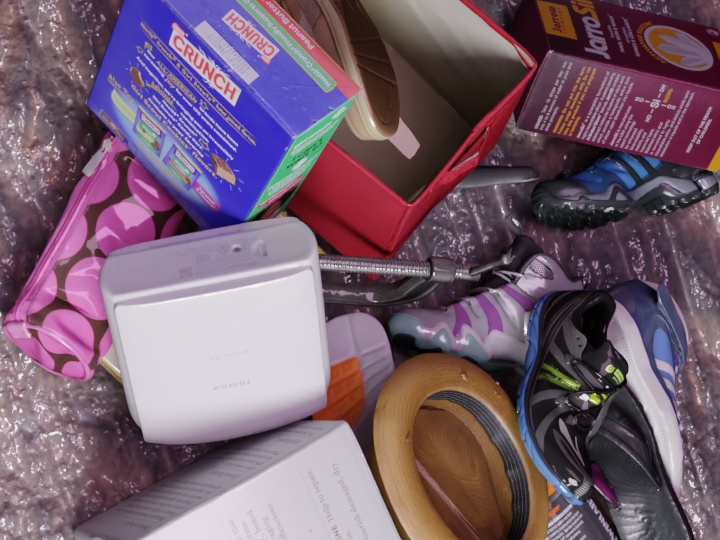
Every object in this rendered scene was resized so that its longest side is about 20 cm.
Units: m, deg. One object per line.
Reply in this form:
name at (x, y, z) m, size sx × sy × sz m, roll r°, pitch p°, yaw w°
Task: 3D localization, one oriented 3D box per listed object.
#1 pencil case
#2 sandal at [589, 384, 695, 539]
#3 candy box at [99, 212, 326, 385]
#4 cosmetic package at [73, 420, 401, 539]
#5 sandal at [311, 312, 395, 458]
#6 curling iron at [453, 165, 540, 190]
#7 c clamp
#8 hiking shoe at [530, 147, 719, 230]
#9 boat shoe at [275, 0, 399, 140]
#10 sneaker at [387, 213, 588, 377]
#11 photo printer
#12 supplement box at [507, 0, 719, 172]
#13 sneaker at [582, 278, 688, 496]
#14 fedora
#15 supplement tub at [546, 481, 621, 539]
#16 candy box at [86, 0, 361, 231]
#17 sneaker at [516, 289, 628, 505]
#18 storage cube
pencil case at (-0.210, -0.016, 1.540) m, size 0.094 × 0.090 × 0.201 m, roll 46°, pitch 63°, yaw -51°
sandal at (0.219, 0.165, 1.634) m, size 0.201 × 0.075 × 0.048 m, roll 61°, pitch 24°, yaw 12°
candy box at (-0.124, 0.028, 1.606) m, size 0.102 × 0.026 × 0.200 m, roll 46°, pitch 70°, yaw -17°
cosmetic package at (-0.089, 0.235, 1.527) m, size 0.199 × 0.167 × 0.167 m, roll -27°, pitch 98°, yaw -22°
sandal at (0.000, 0.142, 1.633) m, size 0.079 × 0.059 × 0.208 m, roll -10°, pitch 81°, yaw 4°
curling iron at (0.072, -0.091, 1.702) m, size 0.199 × 0.026 × 0.050 m, roll 4°, pitch 85°, yaw -24°
c clamp at (0.000, 0.000, 1.558) m, size 0.199 × 0.171 × 0.027 m, roll 2°, pitch 76°, yaw -15°
hiking shoe at (0.231, -0.090, 1.756) m, size 0.199 × 0.074 × 0.087 m, roll -9°, pitch 79°, yaw -32°
boat shoe at (-0.030, -0.179, 1.458) m, size 0.071 × 0.064 × 0.201 m, roll 14°, pitch 51°, yaw -62°
sneaker at (0.115, 0.016, 1.691) m, size 0.199 × 0.078 × 0.141 m, roll 13°, pitch 79°, yaw -32°
photo printer at (-0.107, 0.057, 1.499) m, size 0.165 × 0.201 × 0.070 m, roll -10°, pitch 49°, yaw -6°
supplement box at (0.233, -0.170, 1.709) m, size 0.199 × 0.086 × 0.111 m, roll 11°, pitch 38°, yaw -16°
sneaker at (0.263, 0.106, 1.718) m, size 0.146 × 0.080 × 0.201 m, roll -16°, pitch 89°, yaw -55°
fedora at (0.066, 0.170, 1.565) m, size 0.200 × 0.082 × 0.202 m, roll 20°, pitch 59°, yaw -36°
supplement tub at (0.157, 0.219, 1.670) m, size 0.107 × 0.107 × 0.201 m, roll -38°, pitch 101°, yaw -22°
candy box at (-0.108, -0.130, 1.444) m, size 0.169 × 0.200 × 0.077 m, roll 47°, pitch 61°, yaw 5°
sneaker at (0.179, 0.097, 1.597) m, size 0.071 × 0.082 × 0.201 m, roll 43°, pitch 42°, yaw -41°
storage cube at (0.011, -0.133, 1.572) m, size 0.200 × 0.180 × 0.171 m, roll 40°, pitch 70°, yaw 6°
